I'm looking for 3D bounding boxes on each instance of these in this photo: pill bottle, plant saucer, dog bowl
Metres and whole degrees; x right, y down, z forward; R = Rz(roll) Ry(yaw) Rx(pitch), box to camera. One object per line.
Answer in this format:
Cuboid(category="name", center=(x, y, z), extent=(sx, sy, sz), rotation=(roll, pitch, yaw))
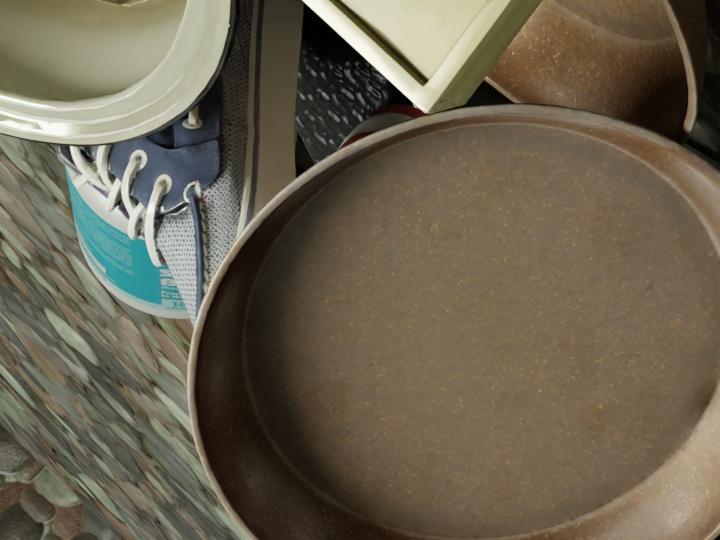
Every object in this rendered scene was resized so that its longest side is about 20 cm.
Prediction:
Cuboid(category="pill bottle", center=(-0.086, -0.053, 1.252), extent=(0.111, 0.111, 0.200), rotation=(44, 167, 10))
Cuboid(category="plant saucer", center=(0.042, -0.121, 0.827), extent=(0.200, 0.037, 0.200), rotation=(44, 166, 14))
Cuboid(category="dog bowl", center=(-0.118, -0.140, 0.889), extent=(0.200, 0.074, 0.200), rotation=(17, 139, 15))
Cuboid(category="plant saucer", center=(0.043, 0.028, 0.856), extent=(0.200, 0.200, 0.035), rotation=(54, -165, -27))

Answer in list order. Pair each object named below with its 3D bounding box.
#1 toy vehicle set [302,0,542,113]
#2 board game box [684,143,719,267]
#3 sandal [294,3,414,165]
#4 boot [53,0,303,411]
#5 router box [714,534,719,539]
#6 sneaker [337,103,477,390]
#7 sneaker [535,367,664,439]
Cuboid(category="toy vehicle set", center=(-0.013, -0.156, 0.733), extent=(0.200, 0.124, 0.027), rotation=(44, -153, 13))
Cuboid(category="board game box", center=(0.141, 0.032, 0.963), extent=(0.126, 0.035, 0.200), rotation=(35, 162, 40))
Cuboid(category="sandal", center=(0.010, -0.059, 1.058), extent=(0.075, 0.045, 0.200), rotation=(14, 133, 46))
Cuboid(category="boot", center=(-0.070, -0.029, 0.953), extent=(0.073, 0.090, 0.200), rotation=(99, 174, -45))
Cuboid(category="router box", center=(0.183, 0.147, 0.955), extent=(0.200, 0.051, 0.149), rotation=(29, 172, -36))
Cuboid(category="sneaker", center=(0.000, 0.000, 0.960), extent=(0.078, 0.115, 0.200), rotation=(55, 159, -9))
Cuboid(category="sneaker", center=(0.076, 0.053, 0.988), extent=(0.071, 0.073, 0.200), rotation=(19, 173, -10))
